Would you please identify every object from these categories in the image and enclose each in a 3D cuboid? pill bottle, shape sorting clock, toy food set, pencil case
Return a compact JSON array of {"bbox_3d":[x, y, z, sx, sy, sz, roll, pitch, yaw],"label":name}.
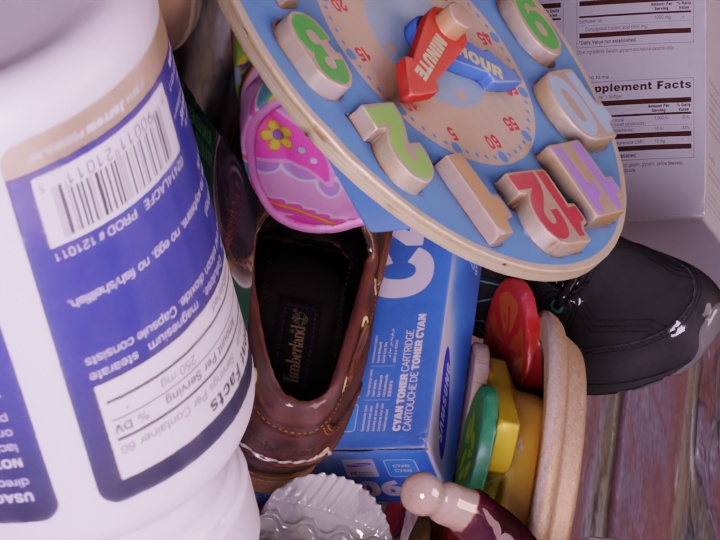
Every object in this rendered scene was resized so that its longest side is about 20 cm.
[{"bbox_3d":[-0.095,0.009,0.855,0.116,0.115,0.201,-71,154,-52],"label":"pill bottle"},{"bbox_3d":[0.023,-0.081,1.045,0.200,0.039,0.201,34,35,-29],"label":"shape sorting clock"},{"bbox_3d":[0.053,0.107,1.237,0.200,0.048,0.199,-91,-167,-75],"label":"toy food set"},{"bbox_3d":[-0.012,-0.110,1.141,0.088,0.087,0.201,70,11,-46],"label":"pencil case"}]

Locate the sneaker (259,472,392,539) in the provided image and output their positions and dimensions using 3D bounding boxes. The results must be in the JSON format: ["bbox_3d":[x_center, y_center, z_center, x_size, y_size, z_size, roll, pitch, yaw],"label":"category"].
[{"bbox_3d":[-0.034,0.181,1.127,0.100,0.069,0.201,149,-43,-76],"label":"sneaker"}]

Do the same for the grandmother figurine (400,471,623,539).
[{"bbox_3d":[0.036,0.135,1.076,0.199,0.060,0.122,-6,110,-39],"label":"grandmother figurine"}]

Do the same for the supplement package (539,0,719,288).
[{"bbox_3d":[0.135,-0.101,1.605,0.191,0.146,0.201,38,52,-70],"label":"supplement package"}]

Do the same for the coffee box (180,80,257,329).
[{"bbox_3d":[-0.077,0.041,1.036,0.123,0.044,0.201,55,36,-64],"label":"coffee box"}]

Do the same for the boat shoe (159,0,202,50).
[{"bbox_3d":[-0.106,-0.116,0.929,0.200,0.071,0.065,62,44,-56],"label":"boat shoe"}]

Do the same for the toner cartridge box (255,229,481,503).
[{"bbox_3d":[0.000,0.000,1.222,0.043,0.094,0.201,65,28,-52],"label":"toner cartridge box"}]

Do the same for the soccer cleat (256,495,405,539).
[{"bbox_3d":[-0.007,0.078,1.249,0.077,0.066,0.201,71,20,-56],"label":"soccer cleat"}]

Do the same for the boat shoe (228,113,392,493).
[{"bbox_3d":[-0.019,-0.013,1.158,0.070,0.070,0.201,112,-17,-56],"label":"boat shoe"}]

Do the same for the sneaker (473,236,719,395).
[{"bbox_3d":[0.067,0.000,1.306,0.076,0.199,0.079,-61,143,-23],"label":"sneaker"}]
